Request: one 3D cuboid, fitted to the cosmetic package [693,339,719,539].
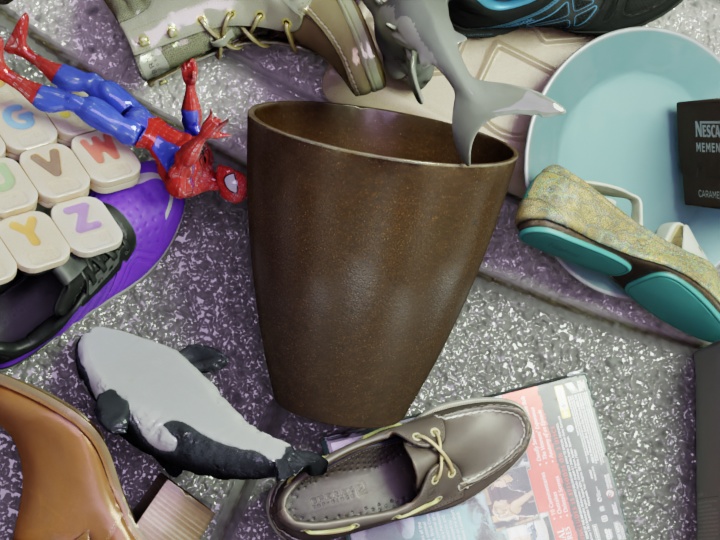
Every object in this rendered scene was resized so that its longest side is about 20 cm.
[{"bbox_3d":[0.300,0.151,1.538,0.107,0.090,0.200,0,85,-5],"label":"cosmetic package"}]

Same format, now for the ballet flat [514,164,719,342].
[{"bbox_3d":[0.199,-0.016,1.524,0.200,0.071,0.071,27,78,-22],"label":"ballet flat"}]

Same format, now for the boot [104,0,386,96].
[{"bbox_3d":[-0.085,-0.170,1.513,0.155,0.072,0.200,-30,59,-9],"label":"boot"}]

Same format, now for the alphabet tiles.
[{"bbox_3d":[-0.257,-0.072,1.466,0.200,0.015,0.196,-18,55,-29],"label":"alphabet tiles"}]

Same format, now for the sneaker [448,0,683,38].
[{"bbox_3d":[0.151,-0.204,1.522,0.200,0.082,0.073,-12,87,-7],"label":"sneaker"}]

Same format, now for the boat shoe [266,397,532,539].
[{"bbox_3d":[0.032,0.139,1.493,0.200,0.060,0.072,-18,84,-9],"label":"boat shoe"}]

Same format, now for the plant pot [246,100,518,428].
[{"bbox_3d":[0.000,0.000,1.479,0.187,0.187,0.200,8,104,-7],"label":"plant pot"}]

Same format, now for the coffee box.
[{"bbox_3d":[0.345,-0.092,1.544,0.200,0.114,0.080,-7,95,-19],"label":"coffee box"}]

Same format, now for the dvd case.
[{"bbox_3d":[0.086,0.166,1.538,0.200,0.022,0.146,-14,84,-11],"label":"dvd case"}]

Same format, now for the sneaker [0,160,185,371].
[{"bbox_3d":[-0.196,-0.002,1.480,0.200,0.100,0.070,-43,92,-11],"label":"sneaker"}]

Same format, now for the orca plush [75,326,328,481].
[{"bbox_3d":[-0.116,0.111,1.483,0.200,0.071,0.105,18,42,15],"label":"orca plush"}]

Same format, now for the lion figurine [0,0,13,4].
[{"bbox_3d":[-0.308,-0.242,1.516,0.200,0.072,0.123,-14,77,-6],"label":"lion figurine"}]

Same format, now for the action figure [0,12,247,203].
[{"bbox_3d":[-0.152,-0.121,1.466,0.200,0.099,0.065,34,38,-3],"label":"action figure"}]

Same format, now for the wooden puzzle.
[{"bbox_3d":[0.091,-0.176,1.579,0.185,0.046,0.200,26,84,-3],"label":"wooden puzzle"}]

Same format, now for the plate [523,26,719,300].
[{"bbox_3d":[0.204,-0.078,1.566,0.200,0.026,0.200,-2,95,-24],"label":"plate"}]

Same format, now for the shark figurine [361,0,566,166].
[{"bbox_3d":[0.060,-0.163,1.425,0.089,0.214,0.128,-29,113,-5],"label":"shark figurine"}]

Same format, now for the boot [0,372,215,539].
[{"bbox_3d":[-0.219,0.175,1.469,0.200,0.074,0.155,37,83,1],"label":"boot"}]
